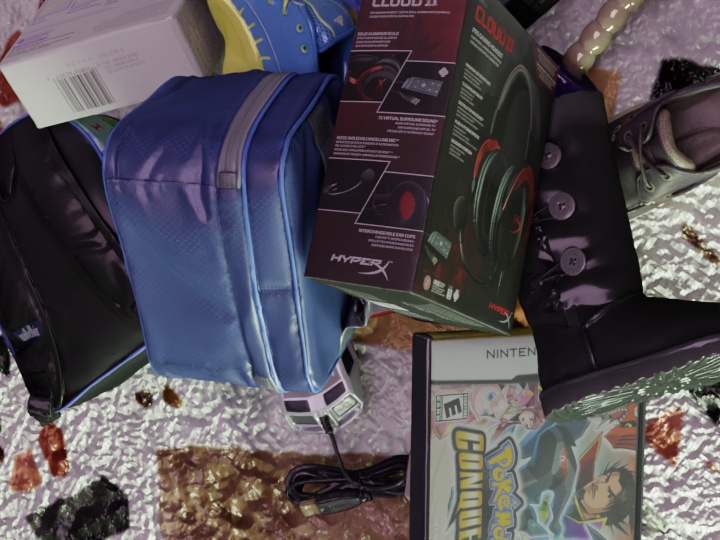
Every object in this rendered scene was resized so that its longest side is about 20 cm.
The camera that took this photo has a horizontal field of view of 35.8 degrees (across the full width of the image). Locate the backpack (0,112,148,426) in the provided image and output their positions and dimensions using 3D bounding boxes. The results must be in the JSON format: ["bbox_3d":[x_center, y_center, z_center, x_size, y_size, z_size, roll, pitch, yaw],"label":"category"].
[{"bbox_3d":[-0.211,-0.018,0.877,0.182,0.147,0.201,-34,86,22],"label":"backpack"}]

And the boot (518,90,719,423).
[{"bbox_3d":[0.169,-0.022,0.716,0.163,0.066,0.203,-18,66,18],"label":"boot"}]

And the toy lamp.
[{"bbox_3d":[0.175,-0.176,0.755,0.058,0.058,0.201,43,117,13],"label":"toy lamp"}]

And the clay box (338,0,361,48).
[{"bbox_3d":[-0.031,-0.237,0.748,0.201,0.047,0.115,50,143,15],"label":"clay box"}]

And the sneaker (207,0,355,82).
[{"bbox_3d":[-0.054,-0.181,0.725,0.104,0.076,0.202,-6,114,36],"label":"sneaker"}]

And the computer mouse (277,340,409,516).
[{"bbox_3d":[-0.029,0.086,0.869,0.108,0.044,0.203,-18,87,19],"label":"computer mouse"}]

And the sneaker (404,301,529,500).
[{"bbox_3d":[0.096,0.085,0.797,0.074,0.090,0.202,27,104,17],"label":"sneaker"}]

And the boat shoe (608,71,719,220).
[{"bbox_3d":[0.210,-0.086,0.753,0.198,0.065,0.073,-26,86,22],"label":"boat shoe"}]

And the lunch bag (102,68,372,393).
[{"bbox_3d":[-0.060,-0.017,0.696,0.130,0.136,0.202,3,124,19],"label":"lunch bag"}]

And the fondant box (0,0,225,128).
[{"bbox_3d":[-0.158,-0.198,0.821,0.142,0.202,0.059,-10,131,21],"label":"fondant box"}]

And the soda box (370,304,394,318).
[{"bbox_3d":[0.000,0.000,0.801,0.197,0.063,0.071,-15,88,18],"label":"soda box"}]

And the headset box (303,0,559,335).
[{"bbox_3d":[0.051,-0.075,0.672,0.074,0.148,0.203,7,81,30],"label":"headset box"}]

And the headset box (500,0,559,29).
[{"bbox_3d":[0.077,-0.274,0.775,0.173,0.093,0.201,-37,80,19],"label":"headset box"}]

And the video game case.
[{"bbox_3d":[0.117,0.139,0.765,0.025,0.178,0.203,-170,80,-65],"label":"video game case"}]
